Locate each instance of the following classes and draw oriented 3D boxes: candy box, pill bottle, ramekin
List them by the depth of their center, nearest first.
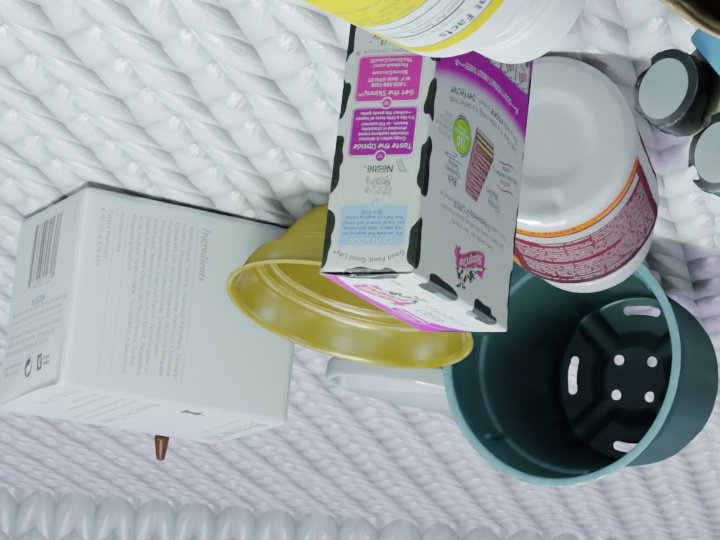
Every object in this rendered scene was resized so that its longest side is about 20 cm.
[{"bbox_3d":[0.021,-0.169,1.227,0.111,0.112,0.200,-6,162,42],"label":"pill bottle"},{"bbox_3d":[0.041,-0.077,1.411,0.061,0.201,0.136,-1,164,26],"label":"candy box"},{"bbox_3d":[0.135,-0.056,1.638,0.114,0.115,0.200,3,166,14],"label":"pill bottle"},{"bbox_3d":[0.074,0.069,2.192,0.201,0.095,0.202,11,172,2],"label":"ramekin"}]

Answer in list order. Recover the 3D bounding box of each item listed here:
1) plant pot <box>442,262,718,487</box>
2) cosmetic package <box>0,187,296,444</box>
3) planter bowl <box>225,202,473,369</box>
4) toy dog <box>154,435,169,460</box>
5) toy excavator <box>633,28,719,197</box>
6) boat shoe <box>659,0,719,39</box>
[{"bbox_3d":[0.196,0.082,2.050,0.199,0.201,0.196,0,173,25],"label":"plant pot"},{"bbox_3d":[-0.173,0.041,2.075,0.199,0.167,0.167,11,166,-24],"label":"cosmetic package"},{"bbox_3d":[0.000,0.000,1.966,0.200,0.084,0.201,12,159,5],"label":"planter bowl"},{"bbox_3d":[-0.232,0.144,2.675,0.131,0.097,0.200,-4,163,36],"label":"toy dog"},{"bbox_3d":[0.277,-0.111,1.396,0.100,0.200,0.195,18,-153,-42],"label":"toy excavator"},{"bbox_3d":[0.153,-0.170,1.258,0.074,0.067,0.200,-6,162,42],"label":"boat shoe"}]
